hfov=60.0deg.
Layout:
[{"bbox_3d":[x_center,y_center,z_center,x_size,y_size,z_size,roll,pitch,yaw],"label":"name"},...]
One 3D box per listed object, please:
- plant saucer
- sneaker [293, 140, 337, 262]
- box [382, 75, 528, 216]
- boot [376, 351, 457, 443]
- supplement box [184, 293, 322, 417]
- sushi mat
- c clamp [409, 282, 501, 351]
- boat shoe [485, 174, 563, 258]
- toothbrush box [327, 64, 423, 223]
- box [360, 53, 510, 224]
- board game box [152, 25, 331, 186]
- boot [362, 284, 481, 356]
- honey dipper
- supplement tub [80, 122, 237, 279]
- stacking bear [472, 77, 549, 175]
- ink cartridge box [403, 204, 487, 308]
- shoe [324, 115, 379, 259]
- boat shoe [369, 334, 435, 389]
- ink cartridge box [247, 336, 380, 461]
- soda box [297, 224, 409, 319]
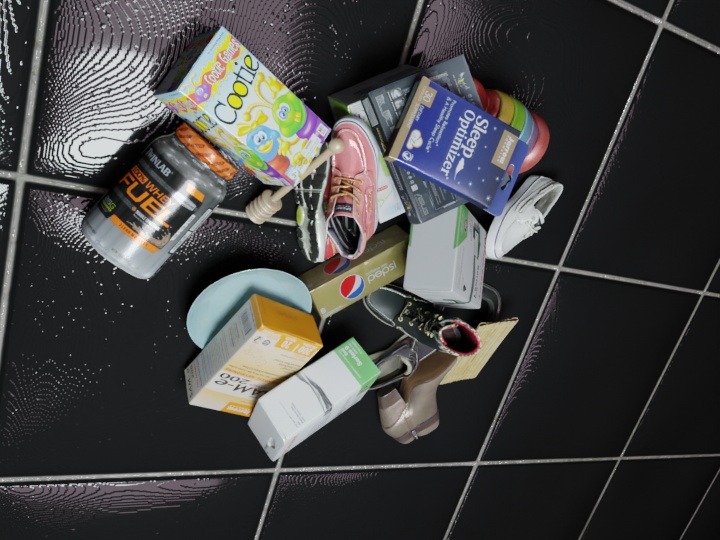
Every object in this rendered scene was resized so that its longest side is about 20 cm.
[{"bbox_3d":[-0.180,0.061,1.010,0.201,0.039,0.201,-13,135,-13],"label":"plant saucer"},{"bbox_3d":[-0.057,-0.113,0.998,0.085,0.077,0.200,-19,124,-40],"label":"sneaker"},{"bbox_3d":[0.143,-0.168,0.871,0.200,0.032,0.121,24,87,-18],"label":"box"},{"bbox_3d":[0.126,0.259,1.252,0.200,0.070,0.146,-29,121,1],"label":"boot"},{"bbox_3d":[-0.175,0.143,1.009,0.126,0.074,0.200,24,120,-39],"label":"supplement box"},{"bbox_3d":[0.233,0.162,1.244,0.096,0.012,0.200,-3,139,-27],"label":"sushi mat"},{"bbox_3d":[0.191,0.090,1.216,0.200,0.027,0.171,17,87,-32],"label":"c clamp"},{"bbox_3d":[0.300,-0.094,1.130,0.200,0.066,0.072,-47,136,-26],"label":"boat shoe"},{"bbox_3d":[0.053,-0.200,0.987,0.145,0.086,0.200,-25,123,-13],"label":"toothbrush box"},{"bbox_3d":[0.110,-0.187,0.902,0.158,0.051,0.200,-26,101,-12],"label":"box"},{"bbox_3d":[-0.158,-0.215,0.852,0.200,0.105,0.103,38,77,-34],"label":"board game box"},{"bbox_3d":[0.106,0.083,1.077,0.203,0.154,0.074,31,84,-7],"label":"boot"},{"bbox_3d":[-0.095,-0.132,0.913,0.038,0.038,0.200,30,133,-33],"label":"honey dipper"},{"bbox_3d":[-0.272,-0.097,0.858,0.200,0.123,0.122,-48,124,2],"label":"supplement tub"},{"bbox_3d":[0.205,-0.245,1.014,0.200,0.114,0.122,24,102,-36],"label":"stacking bear"},{"bbox_3d":[0.147,-0.021,1.038,0.200,0.084,0.146,24,71,-64],"label":"ink cartridge box"},{"bbox_3d":[-0.013,-0.117,0.913,0.071,0.091,0.200,4,126,14],"label":"shoe"},{"bbox_3d":[0.079,0.172,1.189,0.200,0.065,0.072,-23,118,-18],"label":"boat shoe"},{"bbox_3d":[-0.081,0.218,1.055,0.200,0.084,0.146,-30,163,-30],"label":"ink cartridge box"},{"bbox_3d":[0.000,0.000,1.068,0.200,0.068,0.064,-29,122,-11],"label":"soda box"}]
